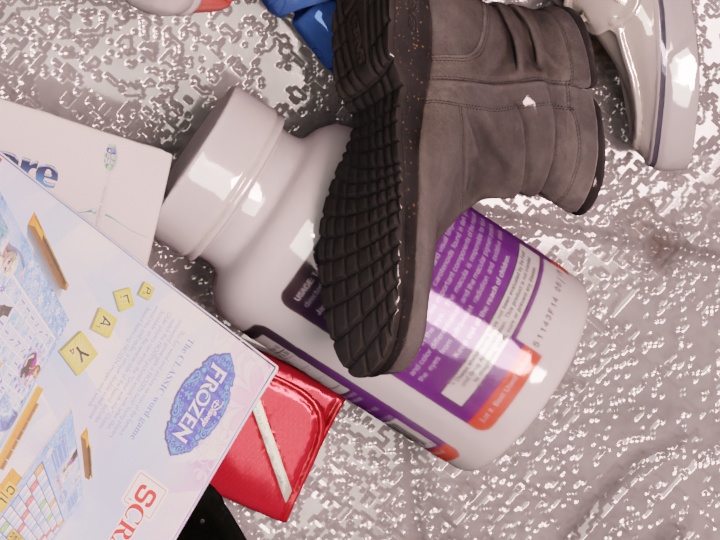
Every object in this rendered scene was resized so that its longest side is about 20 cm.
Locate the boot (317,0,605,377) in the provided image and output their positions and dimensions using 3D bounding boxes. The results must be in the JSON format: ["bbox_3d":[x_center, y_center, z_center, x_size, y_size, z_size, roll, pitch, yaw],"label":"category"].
[{"bbox_3d":[0.055,-0.041,0.969,0.132,0.070,0.200,13,73,-30],"label":"boot"}]

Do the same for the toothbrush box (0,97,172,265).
[{"bbox_3d":[-0.185,0.023,0.963,0.146,0.085,0.200,16,83,-31],"label":"toothbrush box"}]

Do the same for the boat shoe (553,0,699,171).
[{"bbox_3d":[0.123,-0.145,1.040,0.066,0.072,0.200,-8,99,-1],"label":"boat shoe"}]

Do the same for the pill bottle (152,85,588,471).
[{"bbox_3d":[0.000,0.000,1.028,0.200,0.111,0.111,33,94,-11],"label":"pill bottle"}]

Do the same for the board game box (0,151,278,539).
[{"bbox_3d":[-0.161,0.068,0.903,0.200,0.041,0.200,40,70,-26],"label":"board game box"}]

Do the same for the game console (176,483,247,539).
[{"bbox_3d":[-0.127,0.211,1.062,0.176,0.116,0.200,-45,129,-26],"label":"game console"}]

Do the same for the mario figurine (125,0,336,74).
[{"bbox_3d":[-0.036,-0.156,0.996,0.200,0.123,0.106,37,128,-16],"label":"mario figurine"}]

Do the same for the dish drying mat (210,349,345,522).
[{"bbox_3d":[-0.112,0.054,1.071,0.200,0.018,0.077,25,97,-10],"label":"dish drying mat"}]
